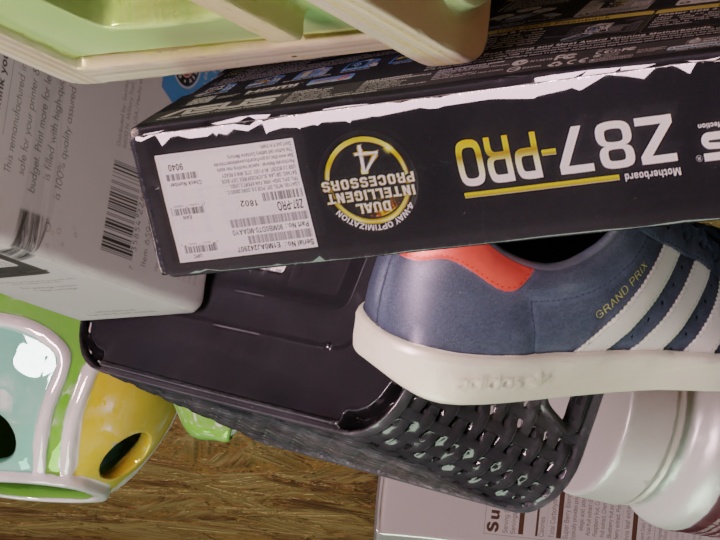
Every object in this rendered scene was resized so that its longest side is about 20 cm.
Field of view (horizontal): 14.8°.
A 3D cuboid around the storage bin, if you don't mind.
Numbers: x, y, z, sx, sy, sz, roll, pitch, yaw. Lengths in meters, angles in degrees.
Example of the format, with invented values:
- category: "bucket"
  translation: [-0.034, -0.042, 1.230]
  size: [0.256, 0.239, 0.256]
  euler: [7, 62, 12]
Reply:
- category: "storage bin"
  translation: [0.000, 0.000, 1.039]
  size: [0.094, 0.135, 0.200]
  euler: [27, 169, -39]

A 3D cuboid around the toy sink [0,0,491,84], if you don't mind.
- category: "toy sink"
  translation: [-0.034, -0.118, 0.700]
  size: [0.200, 0.112, 0.130]
  euler: [-4, 164, 35]

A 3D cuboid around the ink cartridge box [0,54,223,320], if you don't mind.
- category: "ink cartridge box"
  translation: [-0.137, -0.062, 0.979]
  size: [0.067, 0.116, 0.200]
  euler: [-3, 163, 38]

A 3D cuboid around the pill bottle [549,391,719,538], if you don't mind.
- category: "pill bottle"
  translation: [0.204, 0.086, 1.451]
  size: [0.200, 0.114, 0.114]
  euler: [11, 166, -23]

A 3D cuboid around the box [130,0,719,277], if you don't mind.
- category: "box"
  translation: [0.058, -0.051, 0.771]
  size: [0.200, 0.049, 0.161]
  euler: [-7, -163, 22]

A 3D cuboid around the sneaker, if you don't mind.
- category: "sneaker"
  translation: [0.091, -0.009, 0.925]
  size: [0.200, 0.085, 0.075]
  euler: [-6, -155, -39]

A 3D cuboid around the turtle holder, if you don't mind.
- category: "turtle holder"
  translation: [-0.141, 0.052, 1.423]
  size: [0.185, 0.132, 0.141]
  euler: [6, 166, 1]

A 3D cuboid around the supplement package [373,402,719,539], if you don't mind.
- category: "supplement package"
  translation: [0.111, 0.112, 1.591]
  size: [0.200, 0.120, 0.121]
  euler: [6, 168, 1]
